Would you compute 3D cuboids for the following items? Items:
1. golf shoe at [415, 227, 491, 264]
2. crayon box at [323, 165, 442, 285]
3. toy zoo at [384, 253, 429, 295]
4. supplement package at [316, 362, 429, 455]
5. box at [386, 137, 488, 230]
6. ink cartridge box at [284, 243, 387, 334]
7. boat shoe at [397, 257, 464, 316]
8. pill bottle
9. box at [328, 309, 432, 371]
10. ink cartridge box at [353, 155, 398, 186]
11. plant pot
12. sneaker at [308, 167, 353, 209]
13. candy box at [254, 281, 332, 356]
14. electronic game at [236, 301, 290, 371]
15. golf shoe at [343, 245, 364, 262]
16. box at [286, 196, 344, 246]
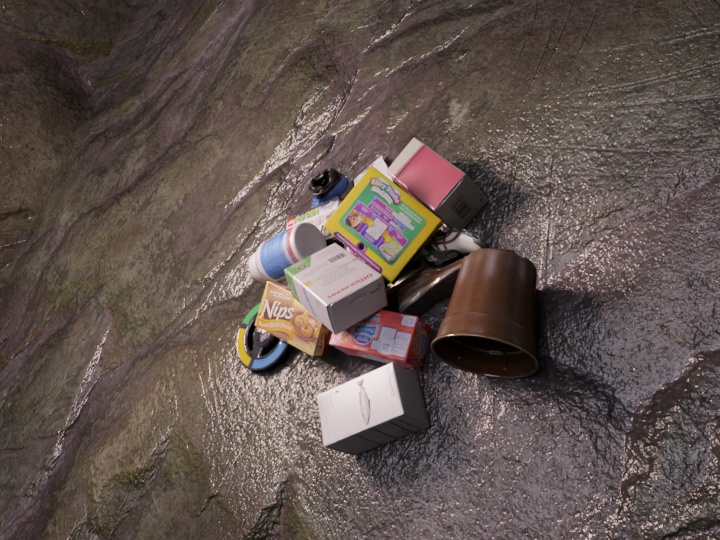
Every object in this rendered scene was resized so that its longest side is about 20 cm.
[{"bbox_3d":[0.196,-0.049,1.351,0.199,0.077,0.089,13,78,43],"label":"golf shoe"},{"bbox_3d":[0.049,-0.099,1.333,0.200,0.058,0.173,40,90,11],"label":"crayon box"},{"bbox_3d":[0.082,-0.051,1.472,0.131,0.020,0.201,-33,51,19],"label":"toy zoo"},{"bbox_3d":[0.025,0.293,1.272,0.199,0.117,0.118,-28,53,22],"label":"supplement package"},{"bbox_3d":[0.175,-0.195,1.404,0.109,0.128,0.200,-49,47,7],"label":"box"},{"bbox_3d":[-0.055,0.036,1.338,0.144,0.085,0.200,-28,36,-22],"label":"ink cartridge box"},{"bbox_3d":[0.160,0.024,1.340,0.199,0.076,0.072,-33,49,17],"label":"boat shoe"},{"bbox_3d":[-0.185,-0.036,1.493,0.199,0.112,0.113,-21,55,40],"label":"pill bottle"},{"bbox_3d":[0.044,0.145,1.336,0.199,0.095,0.100,8,72,32],"label":"box"},{"bbox_3d":[0.042,-0.213,1.553,0.109,0.050,0.200,-39,26,15],"label":"ink cartridge box"},{"bbox_3d":[0.252,0.079,1.175,0.199,0.200,0.200,-5,57,35],"label":"plant pot"},{"bbox_3d":[-0.116,-0.184,1.628,0.200,0.111,0.077,-49,48,6],"label":"sneaker"},{"bbox_3d":[-0.153,0.112,1.442,0.199,0.055,0.116,22,98,35],"label":"candy box"},{"bbox_3d":[-0.250,0.166,1.594,0.199,0.042,0.202,-18,58,30],"label":"electronic game"},{"bbox_3d":[0.000,0.000,1.476,0.091,0.072,0.202,6,82,32],"label":"golf shoe"},{"bbox_3d":[-0.115,-0.105,1.545,0.199,0.035,0.111,-17,61,41],"label":"box"}]
